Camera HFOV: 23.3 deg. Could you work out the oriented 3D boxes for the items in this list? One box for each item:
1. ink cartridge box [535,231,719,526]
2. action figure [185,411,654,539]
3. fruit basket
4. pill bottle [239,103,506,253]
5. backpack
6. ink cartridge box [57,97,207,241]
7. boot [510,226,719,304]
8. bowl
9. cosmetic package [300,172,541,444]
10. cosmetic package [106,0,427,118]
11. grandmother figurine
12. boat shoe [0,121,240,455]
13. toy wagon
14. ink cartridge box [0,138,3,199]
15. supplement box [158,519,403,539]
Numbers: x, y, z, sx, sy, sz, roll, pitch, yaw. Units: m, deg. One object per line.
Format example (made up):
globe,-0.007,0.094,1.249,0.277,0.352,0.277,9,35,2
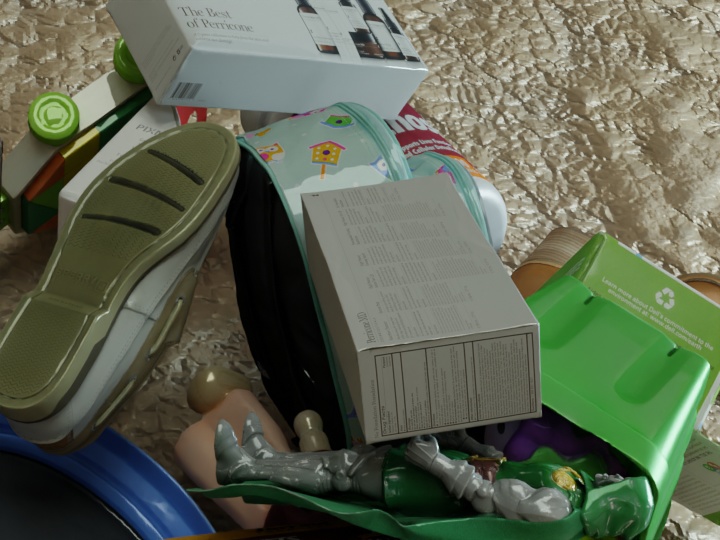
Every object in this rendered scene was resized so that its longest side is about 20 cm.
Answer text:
ink cartridge box,0.189,0.077,1.033,0.199,0.148,0.076,31,72,-1
action figure,0.034,0.096,0.792,0.197,0.055,0.118,6,3,14
fruit basket,0.087,0.137,0.894,0.155,0.217,0.215,32,44,23
pill bottle,0.002,-0.069,1.218,0.112,0.114,0.200,-19,49,-32
backpack,0.000,0.000,1.025,0.152,0.202,0.176,-25,16,-9
ink cartridge box,-0.125,-0.030,1.101,0.050,0.162,0.200,21,40,15
boot,0.176,0.063,1.152,0.198,0.074,0.155,21,45,16
bowl,-0.150,0.145,0.918,0.200,0.039,0.201,37,18,-14
cosmetic package,0.024,0.013,0.838,0.081,0.051,0.200,-6,23,-6
cosmetic package,-0.055,-0.146,1.104,0.199,0.051,0.083,-2,49,-44
grandmother figurine,-0.040,0.139,0.958,0.060,0.123,0.200,-12,33,-28
boat shoe,-0.128,0.008,0.949,0.074,0.069,0.201,23,65,30
toy wagon,-0.191,-0.074,1.143,0.200,0.155,0.040,-40,81,-21
ink cartridge box,-0.325,-0.026,1.056,0.198,0.147,0.083,14,40,1
supplement box,-0.003,0.228,0.746,0.131,0.203,0.197,-4,6,-18
